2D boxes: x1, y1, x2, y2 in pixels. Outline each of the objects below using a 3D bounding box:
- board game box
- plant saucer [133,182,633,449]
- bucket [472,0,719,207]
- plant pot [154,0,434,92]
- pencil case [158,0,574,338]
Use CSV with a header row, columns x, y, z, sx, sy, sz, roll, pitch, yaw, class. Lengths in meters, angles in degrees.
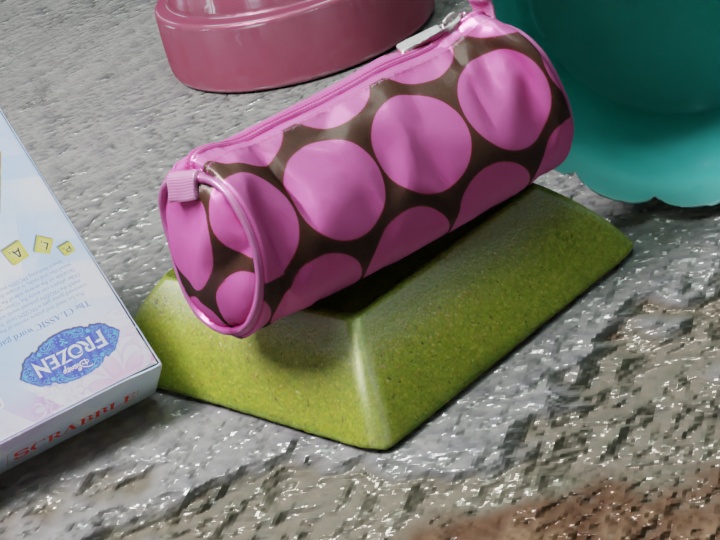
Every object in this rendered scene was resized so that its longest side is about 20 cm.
x,y,z,sx,sy,sz,roll,pitch,yaw,class
-0.231,0.017,0.889,0.200,0.041,0.200,-27,72,-21,board game box
0.000,0.000,0.929,0.200,0.048,0.200,11,36,44,plant saucer
0.161,-0.147,0.968,0.207,0.207,0.135,-9,17,14,bucket
-0.064,-0.247,1.317,0.200,0.179,0.200,-14,25,6,plant pot
0.001,-0.051,0.868,0.200,0.094,0.091,-31,29,-28,pencil case
